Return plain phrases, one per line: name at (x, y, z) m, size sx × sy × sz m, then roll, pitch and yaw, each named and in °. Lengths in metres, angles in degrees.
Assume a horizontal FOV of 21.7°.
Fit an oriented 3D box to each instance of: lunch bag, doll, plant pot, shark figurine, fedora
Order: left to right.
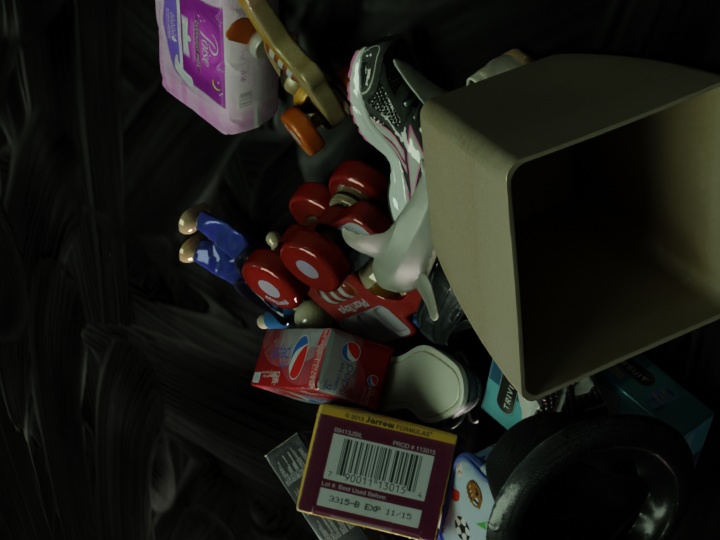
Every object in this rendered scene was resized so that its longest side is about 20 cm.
doll at (-0.104, 0.010, 1.955) m, size 0.200 × 0.048 × 0.137 m, roll 33°, pitch 138°, yaw 29°
shark figurine at (0.031, -0.049, 1.509) m, size 0.128 × 0.089 × 0.215 m, roll -101°, pitch 22°, yaw -51°
lunch bag at (0.150, 0.257, 1.645) m, size 0.200 × 0.076 × 0.160 m, roll 46°, pitch 138°, yaw 39°
plant pot at (0.149, -0.056, 1.407) m, size 0.177 × 0.200 × 0.200 m, roll 39°, pitch 144°, yaw 49°
fedora at (0.168, 0.172, 1.495) m, size 0.092 × 0.200 × 0.201 m, roll 48°, pitch 150°, yaw 47°

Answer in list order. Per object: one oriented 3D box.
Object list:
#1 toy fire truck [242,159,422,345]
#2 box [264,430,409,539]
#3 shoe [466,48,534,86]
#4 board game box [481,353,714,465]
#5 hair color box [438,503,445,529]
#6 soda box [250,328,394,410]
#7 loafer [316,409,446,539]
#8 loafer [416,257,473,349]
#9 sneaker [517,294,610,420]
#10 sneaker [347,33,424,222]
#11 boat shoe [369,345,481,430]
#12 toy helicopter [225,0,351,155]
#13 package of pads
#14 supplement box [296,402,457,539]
toy fire truck at (0.000, 0.000, 1.760) m, size 0.168 × 0.112 × 0.200 m, roll 41°, pitch 153°, yaw -15°
box at (-0.006, 0.255, 1.931) m, size 0.200 × 0.049 × 0.161 m, roll 55°, pitch -172°, yaw 9°
shoe at (0.115, -0.087, 1.550) m, size 0.070 × 0.053 × 0.200 m, roll 30°, pitch 138°, yaw 40°
board game box at (0.198, 0.119, 1.604) m, size 0.200 × 0.047 × 0.151 m, roll 42°, pitch 144°, yaw 29°
hair color box at (0.162, 0.267, 1.763) m, size 0.200 × 0.061 × 0.100 m, roll 2°, pitch 115°, yaw 55°
soda box at (-0.040, 0.096, 1.848) m, size 0.200 × 0.070 × 0.063 m, roll -4°, pitch 68°, yaw 70°
loafer at (0.018, 0.206, 1.915) m, size 0.200 × 0.071 × 0.073 m, roll 56°, pitch 149°, yaw 8°
loafer at (0.092, 0.026, 1.639) m, size 0.070 × 0.068 × 0.201 m, roll 35°, pitch 160°, yaw 14°
sneaker at (0.158, 0.079, 1.536) m, size 0.080 × 0.074 × 0.200 m, roll -106°, pitch 5°, yaw -50°
sneaker at (0.061, -0.112, 1.604) m, size 0.086 × 0.080 × 0.200 m, roll 8°, pitch 132°, yaw 43°
boat shoe at (0.069, 0.112, 1.754) m, size 0.200 × 0.062 × 0.075 m, roll 158°, pitch 116°, yaw -65°
toy helicopter at (-0.074, -0.206, 1.666) m, size 0.132 × 0.079 × 0.200 m, roll 48°, pitch 174°, yaw 48°
package of pads at (-0.134, -0.240, 1.769) m, size 0.120 × 0.076 × 0.200 m, roll 38°, pitch 142°, yaw 35°
supplement box at (0.013, 0.186, 1.753) m, size 0.200 × 0.131 × 0.103 m, roll 87°, pitch -164°, yaw -85°
